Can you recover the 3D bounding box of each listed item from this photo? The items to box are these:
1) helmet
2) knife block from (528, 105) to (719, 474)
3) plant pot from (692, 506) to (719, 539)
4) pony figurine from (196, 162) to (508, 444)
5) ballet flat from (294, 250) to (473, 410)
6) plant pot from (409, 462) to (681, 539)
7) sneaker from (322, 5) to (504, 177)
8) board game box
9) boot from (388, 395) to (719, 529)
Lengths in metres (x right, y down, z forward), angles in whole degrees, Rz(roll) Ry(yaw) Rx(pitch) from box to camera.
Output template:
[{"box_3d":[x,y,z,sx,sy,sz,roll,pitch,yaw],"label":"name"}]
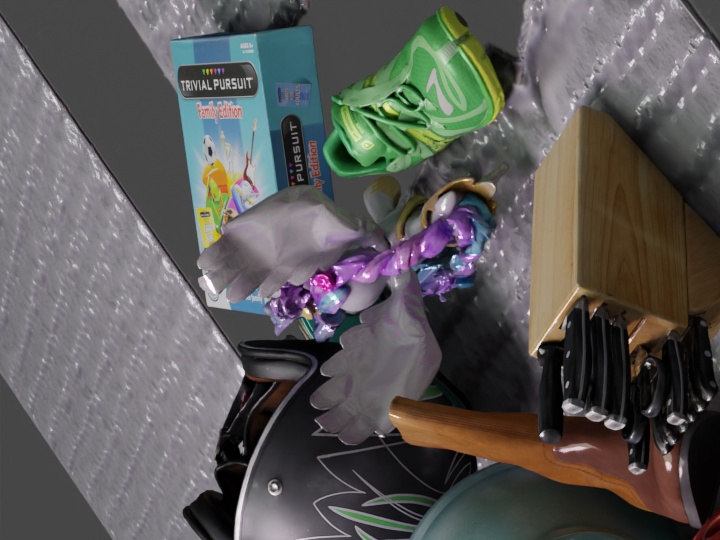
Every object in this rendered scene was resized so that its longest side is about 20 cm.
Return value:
[{"box_3d":[-0.016,0.142,1.774,0.191,0.200,0.200,27,141,55],"label":"helmet"},{"box_3d":[0.126,0.014,1.445,0.200,0.175,0.064,51,133,20],"label":"knife block"},{"box_3d":[0.243,0.219,1.415,0.200,0.182,0.201,32,140,31],"label":"plant pot"},{"box_3d":[0.000,0.000,1.674,0.167,0.193,0.200,52,166,-8],"label":"pony figurine"},{"box_3d":[0.009,0.064,1.910,0.200,0.068,0.068,52,170,16],"label":"ballet flat"},{"box_3d":[0.128,0.218,1.636,0.200,0.200,0.134,60,172,-2],"label":"plant pot"},{"box_3d":[0.030,-0.100,1.633,0.074,0.084,0.200,56,157,7],"label":"sneaker"},{"box_3d":[-0.074,-0.071,1.855,0.151,0.047,0.200,5,105,63],"label":"board game box"},{"box_3d":[0.117,0.095,1.549,0.200,0.069,0.188,14,178,10],"label":"boot"}]
